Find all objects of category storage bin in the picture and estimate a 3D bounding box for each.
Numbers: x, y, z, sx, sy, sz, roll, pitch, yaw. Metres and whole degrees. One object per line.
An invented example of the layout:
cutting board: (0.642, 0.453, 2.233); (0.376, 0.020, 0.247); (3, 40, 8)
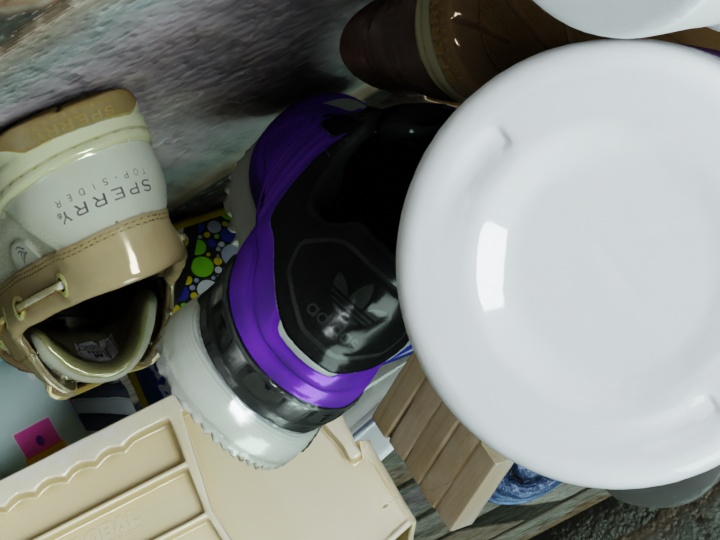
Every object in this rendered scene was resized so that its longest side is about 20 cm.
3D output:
storage bin: (-0.085, 0.137, 0.941); (0.198, 0.094, 0.200); (-27, 160, -11)

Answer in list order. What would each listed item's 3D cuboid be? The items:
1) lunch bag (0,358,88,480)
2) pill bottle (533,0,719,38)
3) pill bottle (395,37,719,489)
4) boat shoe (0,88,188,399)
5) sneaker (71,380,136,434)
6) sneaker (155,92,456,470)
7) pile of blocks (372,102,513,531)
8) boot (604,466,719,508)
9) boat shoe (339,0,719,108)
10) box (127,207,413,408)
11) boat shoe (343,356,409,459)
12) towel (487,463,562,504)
lunch bag: (-0.203, 0.097, 0.955); (0.160, 0.077, 0.200); (-16, 164, -45)
pill bottle: (0.129, -0.121, 0.625); (0.199, 0.115, 0.114); (-16, 164, -39)
pill bottle: (0.083, -0.008, 0.684); (0.111, 0.112, 0.200); (-29, 178, 14)
boat shoe: (-0.097, 0.008, 0.817); (0.074, 0.067, 0.200); (-22, 167, -14)
sneaker: (-0.106, 0.126, 1.134); (0.070, 0.109, 0.200); (-30, 147, -7)
sneaker: (0.005, -0.019, 0.773); (0.099, 0.069, 0.200); (-43, -166, 24)
pile of blocks: (0.061, -0.002, 0.903); (0.062, 0.082, 0.201); (-16, 124, -36)
boot: (0.132, -0.011, 0.954); (0.073, 0.205, 0.154); (6, 178, 11)
boat shoe: (0.075, -0.083, 0.816); (0.072, 0.073, 0.199); (-8, -175, 45)
box: (0.000, 0.000, 0.977); (0.199, 0.070, 0.064); (-20, 165, -28)
boat shoe: (0.020, 0.018, 1.082); (0.200, 0.066, 0.072); (-42, -160, 5)
towel: (0.066, 0.050, 1.123); (0.112, 0.049, 0.200); (-46, -161, -8)
